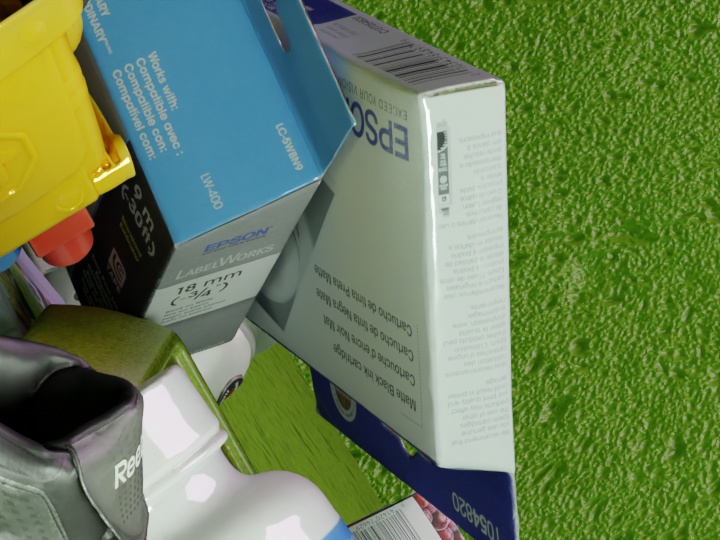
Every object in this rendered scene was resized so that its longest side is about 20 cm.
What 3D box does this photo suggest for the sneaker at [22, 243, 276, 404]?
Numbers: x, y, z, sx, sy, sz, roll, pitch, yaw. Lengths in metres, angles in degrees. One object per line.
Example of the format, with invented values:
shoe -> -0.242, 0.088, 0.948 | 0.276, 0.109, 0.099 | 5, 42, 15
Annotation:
sneaker -> -0.143, 0.002, 1.324 | 0.200, 0.089, 0.074 | 33, -31, 11

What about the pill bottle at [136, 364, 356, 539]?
pill bottle -> -0.034, 0.134, 0.877 | 0.200, 0.112, 0.112 | 57, 1, -2

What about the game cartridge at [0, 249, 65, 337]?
game cartridge -> -0.145, 0.033, 1.179 | 0.133, 0.041, 0.200 | 50, 5, -44

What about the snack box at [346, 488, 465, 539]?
snack box -> 0.038, 0.217, 1.173 | 0.200, 0.068, 0.169 | 55, -27, 20

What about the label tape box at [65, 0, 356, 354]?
label tape box -> -0.081, -0.065, 1.119 | 0.145, 0.063, 0.200 | 66, -24, 18

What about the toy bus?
toy bus -> -0.171, -0.086, 1.086 | 0.200, 0.135, 0.192 | 54, -7, 38

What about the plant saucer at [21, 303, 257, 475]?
plant saucer -> -0.064, 0.107, 1.050 | 0.200, 0.048, 0.200 | 61, 8, -8

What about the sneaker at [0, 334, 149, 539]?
sneaker -> -0.086, 0.073, 0.756 | 0.200, 0.090, 0.067 | 54, 11, -29

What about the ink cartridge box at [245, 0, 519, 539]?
ink cartridge box -> 0.000, 0.000, 1.106 | 0.200, 0.040, 0.201 | -147, -131, -60
